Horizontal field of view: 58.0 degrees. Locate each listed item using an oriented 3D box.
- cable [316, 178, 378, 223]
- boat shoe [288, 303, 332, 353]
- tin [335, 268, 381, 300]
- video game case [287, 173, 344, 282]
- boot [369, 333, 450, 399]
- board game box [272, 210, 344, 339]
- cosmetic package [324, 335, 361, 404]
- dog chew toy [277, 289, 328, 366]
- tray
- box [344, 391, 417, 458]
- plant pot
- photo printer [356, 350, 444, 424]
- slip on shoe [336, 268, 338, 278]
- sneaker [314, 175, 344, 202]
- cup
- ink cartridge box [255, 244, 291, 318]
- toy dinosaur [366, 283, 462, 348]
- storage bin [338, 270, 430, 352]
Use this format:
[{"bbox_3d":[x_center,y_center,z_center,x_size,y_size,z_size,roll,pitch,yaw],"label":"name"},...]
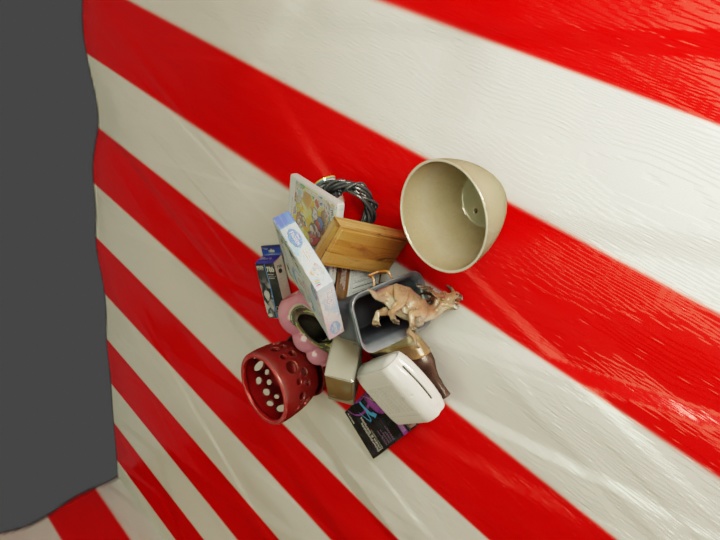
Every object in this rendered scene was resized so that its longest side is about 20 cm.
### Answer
[{"bbox_3d":[-0.046,-0.134,1.469,0.161,0.051,0.202,32,132,0],"label":"cable"},{"bbox_3d":[-0.091,0.158,1.603,0.200,0.073,0.060,38,180,-21],"label":"boat shoe"},{"bbox_3d":[0.000,0.000,1.468,0.042,0.110,0.205,40,133,43],"label":"tin"},{"bbox_3d":[-0.107,-0.095,1.442,0.199,0.022,0.187,35,125,45],"label":"video game case"},{"bbox_3d":[0.107,0.230,1.482,0.169,0.072,0.199,61,148,-1],"label":"boot"},{"bbox_3d":[-0.106,0.013,1.349,0.201,0.043,0.202,57,166,30],"label":"board game box"},{"bbox_3d":[-0.038,0.240,1.549,0.069,0.108,0.201,11,153,6],"label":"cosmetic package"},{"bbox_3d":[-0.132,0.153,1.680,0.123,0.123,0.204,-20,99,49],"label":"dog chew toy"},{"bbox_3d":[0.003,-0.049,1.366,0.100,0.196,0.037,-57,49,25],"label":"tray"},{"bbox_3d":[0.048,0.371,1.631,0.145,0.036,0.201,55,139,16],"label":"box"},{"bbox_3d":[-0.198,0.286,1.754,0.198,0.180,0.206,20,120,41],"label":"plant pot"},{"bbox_3d":[0.089,0.259,1.423,0.167,0.069,0.200,48,154,-4],"label":"photo printer"},{"bbox_3d":[-0.076,-0.025,1.482,0.060,0.074,0.203,28,130,12],"label":"slip on shoe"},{"bbox_3d":[-0.102,-0.136,1.559,0.083,0.073,0.201,53,138,14],"label":"sneaker"},{"bbox_3d":[0.190,-0.115,1.193,0.197,0.141,0.206,21,121,40],"label":"cup"},{"bbox_3d":[-0.242,0.032,1.808,0.098,0.039,0.206,-2,104,49],"label":"ink cartridge box"},{"bbox_3d":[0.099,0.065,1.338,0.196,0.138,0.086,26,153,-9],"label":"toy dinosaur"},{"bbox_3d":[0.033,0.078,1.417,0.133,0.196,0.150,-3,105,56],"label":"storage bin"}]
